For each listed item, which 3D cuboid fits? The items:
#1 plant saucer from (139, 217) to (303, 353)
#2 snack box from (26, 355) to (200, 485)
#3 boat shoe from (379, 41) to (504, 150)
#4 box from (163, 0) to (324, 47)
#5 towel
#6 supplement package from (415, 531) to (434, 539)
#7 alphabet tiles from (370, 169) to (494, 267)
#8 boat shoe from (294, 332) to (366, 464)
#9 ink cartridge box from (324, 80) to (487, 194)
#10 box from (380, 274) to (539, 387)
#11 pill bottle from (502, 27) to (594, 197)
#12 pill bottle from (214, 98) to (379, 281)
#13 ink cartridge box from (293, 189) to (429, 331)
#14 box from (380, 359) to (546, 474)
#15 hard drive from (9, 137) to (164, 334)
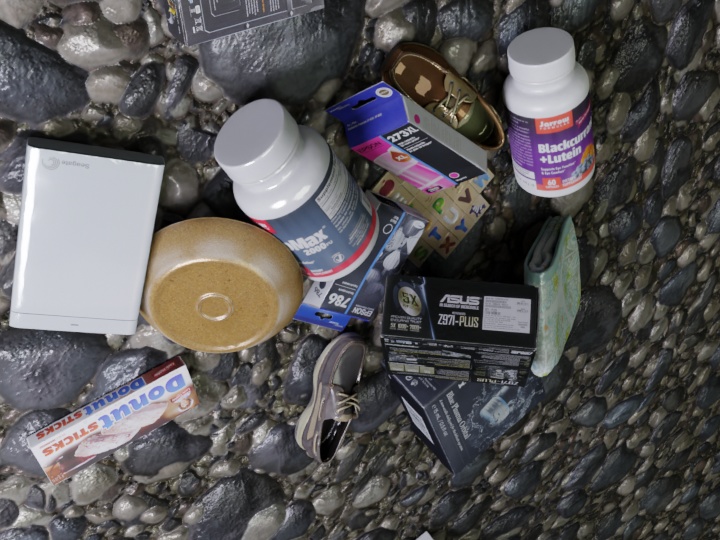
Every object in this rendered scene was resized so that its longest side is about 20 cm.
[{"bbox_3d":[-0.161,0.031,0.984,0.196,0.036,0.202,-3,132,-3],"label":"plant saucer"},{"bbox_3d":[-0.293,0.180,1.062,0.198,0.024,0.073,-28,132,-19],"label":"snack box"},{"bbox_3d":[0.109,-0.205,1.061,0.198,0.074,0.076,24,104,-41],"label":"boat shoe"},{"bbox_3d":[-0.116,-0.329,0.819,0.157,0.048,0.203,-24,132,-24],"label":"box"},{"bbox_3d":[0.286,0.030,1.302,0.200,0.047,0.174,-50,135,-52],"label":"towel"},{"bbox_3d":[0.089,0.599,1.588,0.199,0.121,0.121,-35,136,-11],"label":"supplement package"},{"bbox_3d":[0.098,-0.097,1.181,0.167,0.006,0.199,-50,136,3],"label":"alphabet tiles"},{"bbox_3d":[-0.028,0.182,1.234,0.074,0.073,0.203,-1,120,-37],"label":"boat shoe"},{"bbox_3d":[0.057,-0.152,1.046,0.199,0.094,0.038,27,58,-41],"label":"ink cartridge box"},{"bbox_3d":[0.130,0.082,1.165,0.196,0.088,0.164,4,156,8],"label":"box"},{"bbox_3d":[0.243,-0.205,1.142,0.111,0.111,0.202,-33,135,-14],"label":"pill bottle"},{"bbox_3d":[-0.071,-0.088,0.974,0.120,0.120,0.200,-44,136,-3],"label":"pill bottle"},{"bbox_3d":[0.000,0.000,1.146,0.099,0.039,0.202,15,112,-43],"label":"ink cartridge box"},{"bbox_3d":[0.161,0.167,1.341,0.199,0.117,0.198,-38,136,-11],"label":"box"},{"bbox_3d":[-0.281,-0.028,0.900,0.130,0.027,0.203,6,117,-22],"label":"hard drive"}]
